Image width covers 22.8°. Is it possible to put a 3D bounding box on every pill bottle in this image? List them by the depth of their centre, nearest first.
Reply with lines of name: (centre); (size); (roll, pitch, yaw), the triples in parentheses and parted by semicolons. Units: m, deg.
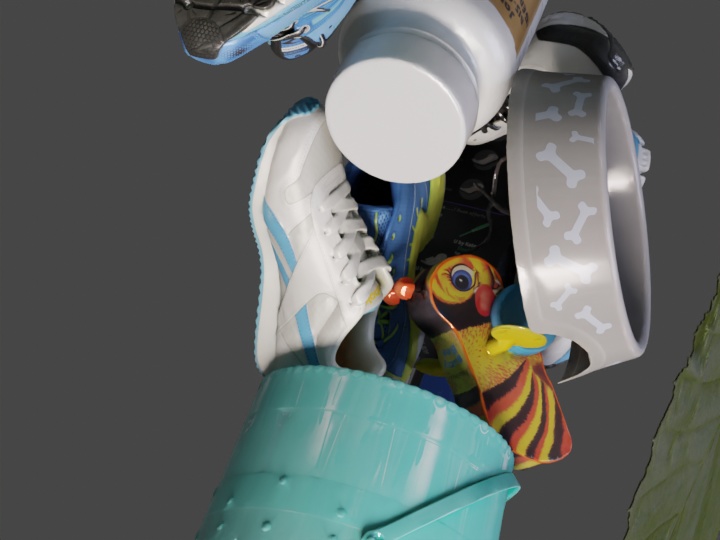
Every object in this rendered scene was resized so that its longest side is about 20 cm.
pill bottle: (0.048, -0.148, 1.131); (0.201, 0.113, 0.115); (-65, 157, -48)

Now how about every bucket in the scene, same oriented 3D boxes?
bucket: (-0.001, 0.159, 1.138); (0.207, 0.205, 0.136); (61, 44, -59)

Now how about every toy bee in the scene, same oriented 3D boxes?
toy bee: (0.067, 0.036, 1.176); (0.108, 0.201, 0.131); (-5, 147, -27)

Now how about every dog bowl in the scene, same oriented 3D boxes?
dog bowl: (0.141, -0.031, 1.125); (0.200, 0.058, 0.202); (-6, 90, -74)

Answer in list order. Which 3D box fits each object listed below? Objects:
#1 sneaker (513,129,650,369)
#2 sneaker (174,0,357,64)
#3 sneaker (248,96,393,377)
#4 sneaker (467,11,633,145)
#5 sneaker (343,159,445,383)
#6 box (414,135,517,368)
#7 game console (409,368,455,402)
sneaker: (0.137, -0.030, 1.260); (0.087, 0.074, 0.202); (39, 62, -46)
sneaker: (-0.037, -0.154, 1.016); (0.200, 0.078, 0.091); (-44, 145, -51)
sneaker: (-0.021, -0.014, 1.131); (0.077, 0.080, 0.202); (-44, 140, -49)
sneaker: (0.106, -0.121, 1.241); (0.074, 0.199, 0.080); (52, 58, -19)
sneaker: (0.000, 0.000, 1.203); (0.105, 0.075, 0.202); (23, 75, -66)
box: (0.090, -0.030, 1.346); (0.201, 0.105, 0.123); (-64, 154, -26)
game console: (0.083, 0.149, 1.433); (0.118, 0.170, 0.201); (36, 68, -37)
